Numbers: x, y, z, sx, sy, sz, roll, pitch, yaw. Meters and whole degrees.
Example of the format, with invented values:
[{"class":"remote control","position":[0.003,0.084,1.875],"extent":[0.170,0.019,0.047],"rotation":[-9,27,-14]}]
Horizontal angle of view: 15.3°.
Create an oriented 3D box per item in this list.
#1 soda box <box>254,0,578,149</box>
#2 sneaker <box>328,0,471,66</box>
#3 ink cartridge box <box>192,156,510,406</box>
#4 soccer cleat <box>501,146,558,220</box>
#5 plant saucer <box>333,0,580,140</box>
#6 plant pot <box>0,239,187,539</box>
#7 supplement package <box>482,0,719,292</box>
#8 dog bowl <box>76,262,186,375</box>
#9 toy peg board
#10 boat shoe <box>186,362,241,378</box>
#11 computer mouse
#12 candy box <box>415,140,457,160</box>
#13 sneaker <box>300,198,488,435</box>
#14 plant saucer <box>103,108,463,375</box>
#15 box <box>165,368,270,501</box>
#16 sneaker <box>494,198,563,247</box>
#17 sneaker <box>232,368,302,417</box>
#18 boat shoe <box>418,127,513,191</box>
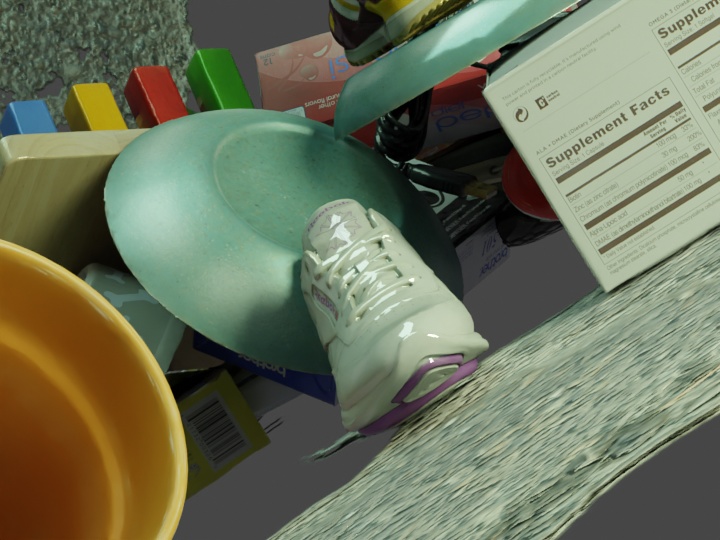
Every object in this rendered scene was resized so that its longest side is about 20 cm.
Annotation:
[{"class":"soda box","position":[0.041,-0.118,1.637],"extent":[0.199,0.064,0.070],"rotation":[-15,-28,10]},{"class":"sneaker","position":[0.012,-0.169,1.447],"extent":[0.075,0.090,0.200],"rotation":[-31,4,-10]},{"class":"ink cartridge box","position":[0.000,0.000,1.499],"extent":[0.094,0.044,0.200],"rotation":[21,35,24]},{"class":"soccer cleat","position":[0.169,-0.083,1.435],"extent":[0.199,0.069,0.085],"rotation":[-29,-4,6]},{"class":"plant saucer","position":[0.067,-0.129,1.401],"extent":[0.199,0.028,0.200],"rotation":[-31,4,3]},{"class":"plant pot","position":[-0.206,0.114,1.239],"extent":[0.200,0.200,0.183],"rotation":[-37,-9,-44]},{"class":"supplement package","position":[0.151,-0.088,1.286],"extent":[0.155,0.111,0.200],"rotation":[-32,5,7]},{"class":"dog bowl","position":[-0.166,0.085,1.448],"extent":[0.201,0.058,0.200],"rotation":[-57,9,14]},{"class":"toy peg board","position":[-0.150,-0.036,1.538],"extent":[0.198,0.098,0.200],"rotation":[-4,-39,-30]},{"class":"boat shoe","position":[-0.055,0.016,1.654],"extent":[0.076,0.071,0.201],"rotation":[-81,11,-53]},{"class":"computer mouse","position":[0.103,-0.096,1.493],"extent":[0.046,0.199,0.141],"rotation":[79,-148,-55]},{"class":"candy box","position":[0.083,-0.098,1.770],"extent":[0.115,0.055,0.200],"rotation":[-33,-19,0]},{"class":"sneaker","position":[0.002,0.019,1.251],"extent":[0.075,0.100,0.200],"rotation":[-31,6,-5]},{"class":"plant saucer","position":[-0.033,-0.029,1.402],"extent":[0.201,0.201,0.039],"rotation":[-38,-21,-48]},{"class":"box","position":[-0.109,0.095,1.516],"extent":[0.075,0.050,0.200],"rotation":[-34,4,-14]},{"class":"sneaker","position":[0.131,-0.088,1.556],"extent":[0.200,0.088,0.076],"rotation":[-37,7,-38]},{"class":"sneaker","position":[-0.028,0.024,1.568],"extent":[0.073,0.071,0.200],"rotation":[-30,6,34]},{"class":"boat shoe","position":[0.054,-0.033,1.676],"extent":[0.199,0.071,0.063],"rotation":[-32,43,14]}]
